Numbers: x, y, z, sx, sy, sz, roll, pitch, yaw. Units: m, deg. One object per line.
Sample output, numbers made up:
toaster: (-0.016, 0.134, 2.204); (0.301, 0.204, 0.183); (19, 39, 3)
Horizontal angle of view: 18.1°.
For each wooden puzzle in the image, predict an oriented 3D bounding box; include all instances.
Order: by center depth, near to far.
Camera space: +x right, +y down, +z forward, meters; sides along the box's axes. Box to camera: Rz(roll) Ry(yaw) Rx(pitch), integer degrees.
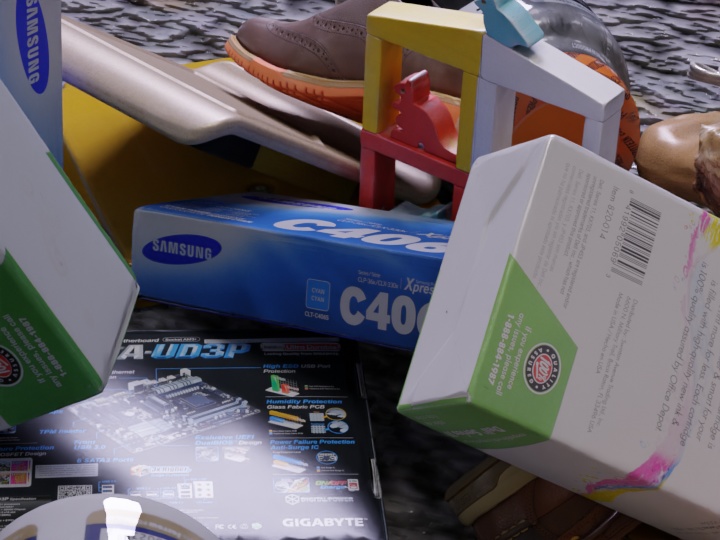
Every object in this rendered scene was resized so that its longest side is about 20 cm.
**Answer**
wooden puzzle: (-0.079, -0.081, 1.149); (0.184, 0.037, 0.199); (29, 11, 35)

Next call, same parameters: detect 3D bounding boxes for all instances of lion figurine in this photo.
lion figurine: (0.189, -0.054, 1.153); (0.122, 0.073, 0.200); (-4, -1, -23)

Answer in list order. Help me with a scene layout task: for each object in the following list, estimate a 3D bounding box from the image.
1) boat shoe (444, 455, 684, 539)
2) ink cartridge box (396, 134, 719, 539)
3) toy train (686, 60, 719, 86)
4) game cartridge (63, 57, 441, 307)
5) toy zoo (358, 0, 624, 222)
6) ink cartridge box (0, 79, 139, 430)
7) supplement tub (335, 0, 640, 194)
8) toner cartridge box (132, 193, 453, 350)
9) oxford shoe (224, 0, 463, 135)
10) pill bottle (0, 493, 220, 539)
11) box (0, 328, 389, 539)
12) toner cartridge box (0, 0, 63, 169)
boat shoe: (0.128, 0.092, 0.995); (0.199, 0.072, 0.068); (-18, 73, -35)
ink cartridge box: (0.127, 0.040, 0.922); (0.199, 0.067, 0.118); (25, 72, -20)
toy train: (0.289, -0.101, 1.245); (0.199, 0.056, 0.150); (23, 11, 30)
game cartridge: (-0.069, -0.056, 1.226); (0.175, 0.033, 0.200); (-9, 33, -17)
toy zoo: (0.057, -0.042, 1.057); (0.131, 0.201, 0.020); (23, 38, 29)
ink cartridge box: (-0.217, 0.008, 0.943); (0.199, 0.147, 0.083); (-21, 31, 22)
supplement tub: (0.070, -0.115, 1.237); (0.122, 0.123, 0.200); (-9, 35, -17)
toner cartridge box: (0.000, 0.000, 1.032); (0.199, 0.044, 0.095); (10, 11, 35)
oxford shoe: (0.008, -0.113, 1.158); (0.199, 0.073, 0.071); (19, 2, 44)
pill bottle: (-0.095, 0.182, 0.791); (0.110, 0.112, 0.201); (1, 34, -2)
box: (-0.092, 0.087, 0.989); (0.198, 0.046, 0.159); (-1, 33, -6)
toner cartridge box: (-0.186, -0.052, 1.053); (0.043, 0.201, 0.095); (27, 41, 30)
